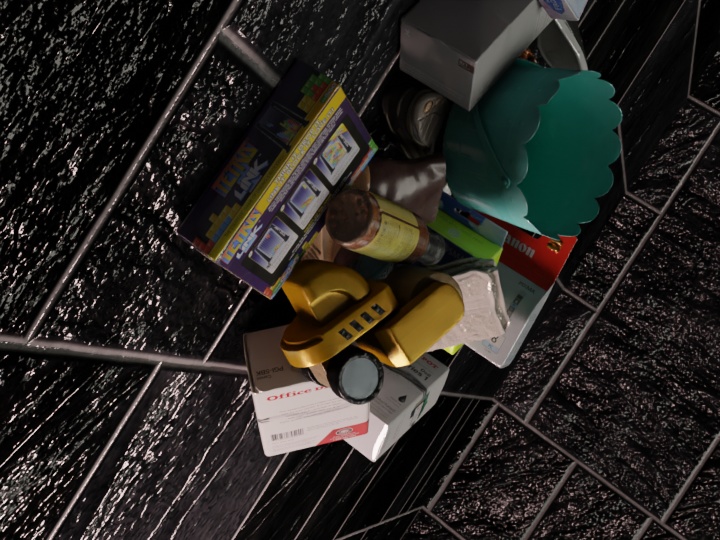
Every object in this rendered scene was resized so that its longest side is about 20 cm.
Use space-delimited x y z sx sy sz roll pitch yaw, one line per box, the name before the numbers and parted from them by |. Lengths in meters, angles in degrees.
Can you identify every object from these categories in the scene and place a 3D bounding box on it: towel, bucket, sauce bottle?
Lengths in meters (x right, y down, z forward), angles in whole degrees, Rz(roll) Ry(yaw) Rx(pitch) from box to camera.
towel | 0.084 0.053 1.208 0.134 0.196 0.035 67 13 -44
bucket | 0.201 -0.147 1.145 0.205 0.133 0.211 -21 120 -42
sauce bottle | 0.035 -0.039 1.068 0.067 0.066 0.199 -58 149 7

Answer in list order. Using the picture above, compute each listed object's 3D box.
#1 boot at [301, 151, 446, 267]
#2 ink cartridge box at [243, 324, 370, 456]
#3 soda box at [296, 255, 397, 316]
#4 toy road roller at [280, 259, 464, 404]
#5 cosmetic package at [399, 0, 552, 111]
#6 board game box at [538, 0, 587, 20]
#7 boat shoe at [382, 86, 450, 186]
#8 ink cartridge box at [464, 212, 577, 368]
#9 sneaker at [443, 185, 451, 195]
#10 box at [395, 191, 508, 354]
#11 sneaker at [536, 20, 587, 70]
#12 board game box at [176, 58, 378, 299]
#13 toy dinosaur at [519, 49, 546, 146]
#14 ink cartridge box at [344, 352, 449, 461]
boot | 0.017 -0.043 1.143 0.163 0.073 0.203 -10 131 -24
ink cartridge box | -0.065 0.145 1.221 0.144 0.084 0.201 -11 149 -8
soda box | 0.000 0.000 1.276 0.200 0.063 0.069 -45 158 -33
toy road roller | 0.000 0.037 1.057 0.199 0.148 0.122 -36 -161 -17
cosmetic package | 0.140 -0.288 1.089 0.200 0.106 0.091 -47 159 -20
board game box | 0.210 -0.402 1.002 0.199 0.041 0.202 36 78 -45
boat shoe | 0.077 -0.169 1.178 0.075 0.073 0.200 -55 156 -11
ink cartridge box | 0.181 0.005 1.332 0.047 0.159 0.202 -3 122 -62
sneaker | 0.119 -0.162 1.301 0.202 0.074 0.087 -57 156 0
box | 0.107 0.003 1.261 0.048 0.121 0.202 -41 156 -40
sneaker | 0.275 -0.346 1.289 0.100 0.070 0.201 -52 129 -17
board game box | -0.076 -0.083 0.962 0.201 0.056 0.165 -55 159 -4
toy dinosaur | 0.218 -0.223 1.312 0.135 0.101 0.204 32 69 -58
ink cartridge box | 0.028 0.185 1.523 0.199 0.145 0.085 -34 151 -50
